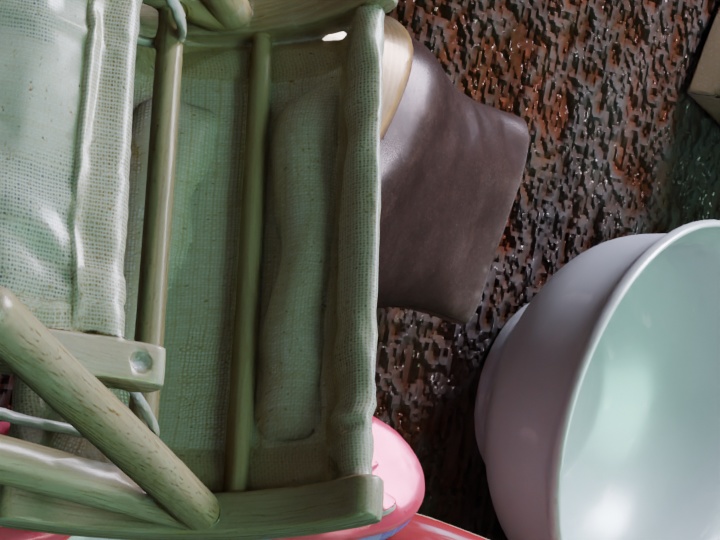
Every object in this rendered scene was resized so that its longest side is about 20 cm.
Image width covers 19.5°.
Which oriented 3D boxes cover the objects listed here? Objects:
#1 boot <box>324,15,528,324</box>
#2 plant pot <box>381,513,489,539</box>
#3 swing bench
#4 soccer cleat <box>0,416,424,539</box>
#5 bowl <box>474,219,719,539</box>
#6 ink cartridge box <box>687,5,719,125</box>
[{"bbox_3d":[0.000,0.000,0.856,0.166,0.072,0.201,27,76,-48],"label":"boot"},{"bbox_3d":[0.005,0.197,0.824,0.200,0.200,0.183,41,64,-48],"label":"plant pot"},{"bbox_3d":[-0.088,-0.033,0.655,0.200,0.129,0.200,34,52,-52],"label":"swing bench"},{"bbox_3d":[-0.074,0.084,0.751,0.199,0.077,0.067,-2,59,-28],"label":"soccer cleat"},{"bbox_3d":[0.119,0.068,1.005,0.201,0.090,0.202,-17,112,-47],"label":"bowl"},{"bbox_3d":[0.298,-0.077,1.092,0.165,0.200,0.075,36,73,-50],"label":"ink cartridge box"}]
